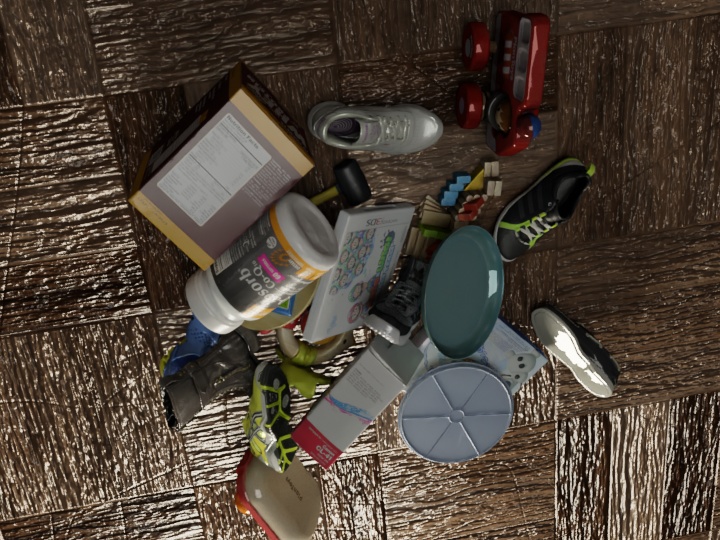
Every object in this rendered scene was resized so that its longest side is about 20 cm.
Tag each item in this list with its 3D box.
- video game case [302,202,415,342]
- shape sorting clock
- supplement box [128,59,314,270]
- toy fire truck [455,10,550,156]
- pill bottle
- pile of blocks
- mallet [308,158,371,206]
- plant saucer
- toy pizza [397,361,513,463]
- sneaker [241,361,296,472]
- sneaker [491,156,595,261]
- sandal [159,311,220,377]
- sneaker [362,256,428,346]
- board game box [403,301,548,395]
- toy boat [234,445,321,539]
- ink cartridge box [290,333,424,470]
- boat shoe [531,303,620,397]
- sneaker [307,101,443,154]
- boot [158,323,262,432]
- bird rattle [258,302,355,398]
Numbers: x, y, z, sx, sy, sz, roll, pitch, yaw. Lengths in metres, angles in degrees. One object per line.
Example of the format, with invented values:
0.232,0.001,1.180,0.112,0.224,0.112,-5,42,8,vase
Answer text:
0.000,0.000,1.193,0.023,0.181,0.203,28,112,27,video game case
-0.138,-0.015,1.162,0.197,0.039,0.204,-1,89,29,shape sorting clock
-0.183,-0.147,1.068,0.200,0.198,0.133,-41,113,10,supplement box
0.209,-0.255,1.104,0.110,0.168,0.203,-1,113,-9,toy fire truck
-0.134,-0.005,1.071,0.199,0.117,0.116,-35,115,23,pill bottle
0.142,-0.090,1.222,0.082,0.062,0.201,32,104,-21,pile of blocks
-0.075,-0.089,1.202,0.198,0.041,0.066,-33,111,10,mallet
0.151,0.032,1.210,0.198,0.027,0.204,-10,104,-45,plant saucer
0.157,0.234,1.335,0.196,0.032,0.203,-3,116,-6,toy pizza
-0.150,0.226,1.229,0.075,0.075,0.203,12,123,21,sneaker
0.279,-0.092,1.232,0.071,0.083,0.201,33,104,-20,sneaker
-0.244,0.112,1.231,0.079,0.087,0.202,26,105,-16,sandal
0.067,0.040,1.203,0.075,0.200,0.115,31,100,8,sneaker
0.177,0.157,1.344,0.199,0.044,0.199,38,103,-22,board game box
-0.158,0.384,1.359,0.129,0.131,0.202,-16,118,31,toy boat
-0.003,0.193,1.252,0.086,0.148,0.200,44,111,2,ink cartridge box
0.368,0.125,1.353,0.200,0.074,0.060,46,59,-7,boat shoe
0.026,-0.194,1.137,0.196,0.100,0.076,-1,111,-11,sneaker
-0.223,0.176,1.206,0.174,0.069,0.202,-44,145,-28,boot
-0.090,0.085,1.258,0.161,0.112,0.203,-22,106,-16,bird rattle
